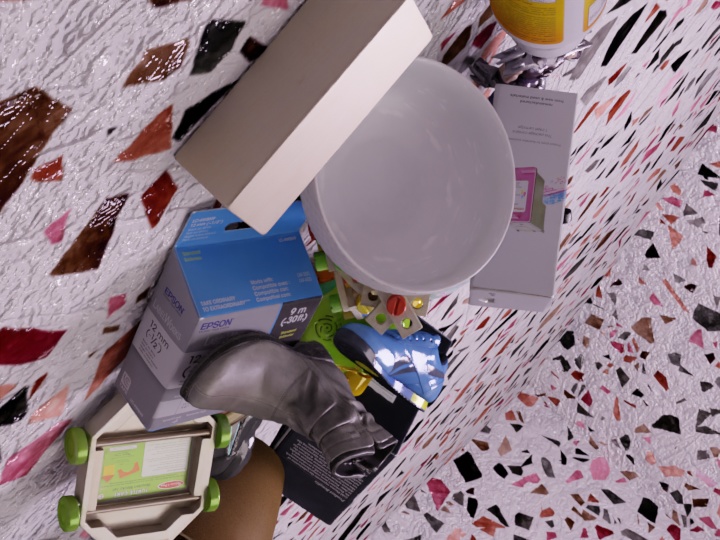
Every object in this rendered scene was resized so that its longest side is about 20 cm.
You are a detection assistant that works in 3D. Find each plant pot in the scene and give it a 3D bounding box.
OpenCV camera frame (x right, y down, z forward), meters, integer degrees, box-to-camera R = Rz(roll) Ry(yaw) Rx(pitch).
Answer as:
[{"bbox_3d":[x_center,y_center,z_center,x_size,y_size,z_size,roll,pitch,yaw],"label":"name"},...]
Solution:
[{"bbox_3d":[-0.172,0.285,1.420,0.200,0.185,0.187,-54,174,-48],"label":"plant pot"}]

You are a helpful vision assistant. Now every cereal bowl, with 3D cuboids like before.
[{"bbox_3d":[0.032,-0.077,1.069,0.200,0.201,0.083,-42,-168,-23],"label":"cereal bowl"}]

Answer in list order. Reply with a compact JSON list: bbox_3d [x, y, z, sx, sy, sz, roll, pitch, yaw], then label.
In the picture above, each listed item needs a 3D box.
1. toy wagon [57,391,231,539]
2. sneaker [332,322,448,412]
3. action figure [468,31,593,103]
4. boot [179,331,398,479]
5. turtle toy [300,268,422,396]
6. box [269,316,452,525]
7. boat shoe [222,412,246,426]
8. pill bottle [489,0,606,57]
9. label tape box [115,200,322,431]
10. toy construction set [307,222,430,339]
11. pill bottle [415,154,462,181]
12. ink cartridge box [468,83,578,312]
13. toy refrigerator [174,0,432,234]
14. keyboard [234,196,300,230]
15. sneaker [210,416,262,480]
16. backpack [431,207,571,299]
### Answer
[{"bbox_3d":[-0.205,0.206,1.153,0.153,0.039,0.203,-1,113,-33],"label":"toy wagon"},{"bbox_3d":[0.037,0.083,1.311,0.079,0.066,0.200,-56,145,-5],"label":"sneaker"},{"bbox_3d":[0.172,-0.203,1.309,0.128,0.070,0.201,-11,154,-13],"label":"action figure"},{"bbox_3d":[-0.051,0.121,1.059,0.199,0.131,0.068,4,128,-55],"label":"boot"},{"bbox_3d":[-0.007,0.054,1.374,0.199,0.101,0.147,16,113,-51],"label":"turtle toy"},{"bbox_3d":[-0.009,0.167,1.515,0.197,0.123,0.201,-51,-175,47],"label":"box"},{"bbox_3d":[-0.189,0.145,1.207,0.199,0.072,0.068,-36,129,-17],"label":"boat shoe"},{"bbox_3d":[0.166,-0.265,1.097,0.111,0.111,0.200,-47,165,-3],"label":"pill bottle"},{"bbox_3d":[-0.111,0.037,1.073,0.142,0.066,0.201,-10,140,-45],"label":"label tape box"},{"bbox_3d":[0.000,0.000,1.172,0.091,0.133,0.200,-14,-169,-9],"label":"toy construction set"},{"bbox_3d":[0.065,-0.093,1.232,0.112,0.112,0.200,-46,165,-10],"label":"pill bottle"},{"bbox_3d":[0.160,-0.065,1.232,0.145,0.083,0.203,52,47,-81],"label":"ink cartridge box"},{"bbox_3d":[-0.042,-0.131,0.920,0.201,0.070,0.076,-50,158,1],"label":"toy refrigerator"},{"bbox_3d":[-0.097,-0.006,1.126,0.200,0.040,0.104,-48,165,0],"label":"keyboard"},{"bbox_3d":[-0.130,0.129,1.299,0.079,0.075,0.202,18,100,-43],"label":"sneaker"},{"bbox_3d":[0.117,-0.055,1.408,0.199,0.167,0.127,-34,165,-27],"label":"backpack"}]
